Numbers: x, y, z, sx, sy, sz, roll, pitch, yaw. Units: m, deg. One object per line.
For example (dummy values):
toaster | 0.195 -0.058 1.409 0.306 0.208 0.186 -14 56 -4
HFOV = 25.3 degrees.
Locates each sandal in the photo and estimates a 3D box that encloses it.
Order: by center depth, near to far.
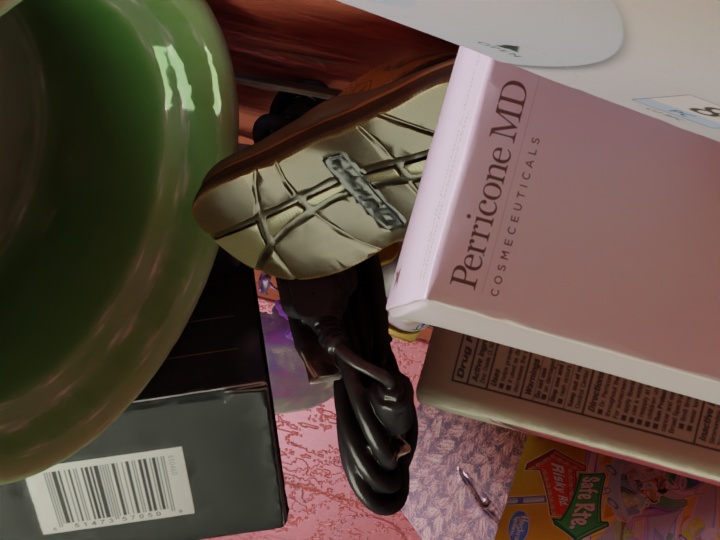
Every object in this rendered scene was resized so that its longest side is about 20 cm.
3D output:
sandal | 0.023 -0.046 0.589 0.200 0.054 0.080 -13 130 36

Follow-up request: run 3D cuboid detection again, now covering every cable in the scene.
cable | -0.006 0.008 0.728 0.051 0.200 0.163 -18 141 2

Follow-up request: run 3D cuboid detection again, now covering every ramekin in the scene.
ramekin | -0.142 -0.031 0.592 0.098 0.200 0.200 21 179 27

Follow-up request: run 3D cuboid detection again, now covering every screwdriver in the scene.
screwdriver | -0.046 -0.077 0.678 0.200 0.029 0.028 19 178 27

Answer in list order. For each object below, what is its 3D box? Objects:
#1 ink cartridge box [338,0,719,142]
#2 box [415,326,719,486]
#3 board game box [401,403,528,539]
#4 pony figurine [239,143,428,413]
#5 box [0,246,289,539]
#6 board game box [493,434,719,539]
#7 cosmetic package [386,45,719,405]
ink cartridge box | 0.071 -0.069 0.306 0.160 0.047 0.200 18 177 -23
box | 0.146 0.026 0.701 0.200 0.128 0.109 14 175 30
board game box | 0.139 0.142 0.904 0.200 0.097 0.159 17 -157 -40
pony figurine | 0.000 0.000 0.908 0.193 0.167 0.200 9 162 -19
box | -0.121 0.021 0.748 0.148 0.200 0.107 -8 136 -4
board game box | 0.156 0.073 0.787 0.134 0.200 0.034 4 137 22
cosmetic package | 0.119 -0.011 0.482 0.200 0.108 0.085 14 175 -6
